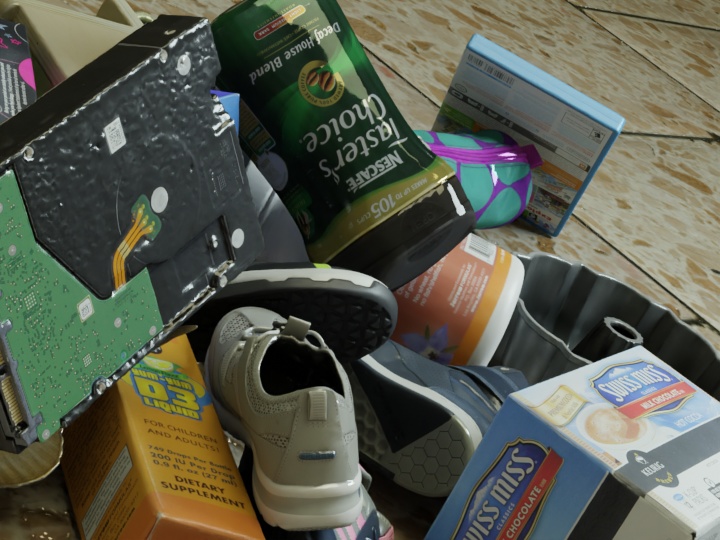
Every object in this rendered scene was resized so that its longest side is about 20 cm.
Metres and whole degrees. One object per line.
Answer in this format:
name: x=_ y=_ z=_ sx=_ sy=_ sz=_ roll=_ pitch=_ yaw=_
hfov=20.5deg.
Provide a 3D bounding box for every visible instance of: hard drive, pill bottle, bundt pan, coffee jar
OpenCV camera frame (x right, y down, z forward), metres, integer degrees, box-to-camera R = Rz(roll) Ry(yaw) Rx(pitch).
hard drive: x=-0.129 y=-0.022 z=0.974 sx=0.038 sy=0.140 sz=0.200 roll=8 pitch=35 yaw=33
pill bottle: x=0.000 y=0.000 z=1.336 sx=0.199 sy=0.113 sz=0.112 roll=26 pitch=21 yaw=-4
bundt pan: x=0.171 y=0.072 z=1.433 sx=0.201 sy=0.076 sz=0.202 roll=25 pitch=22 yaw=-11
coffee jar: x=-0.018 y=-0.081 z=1.242 sx=0.104 sy=0.085 sz=0.200 roll=-34 pitch=89 yaw=-25

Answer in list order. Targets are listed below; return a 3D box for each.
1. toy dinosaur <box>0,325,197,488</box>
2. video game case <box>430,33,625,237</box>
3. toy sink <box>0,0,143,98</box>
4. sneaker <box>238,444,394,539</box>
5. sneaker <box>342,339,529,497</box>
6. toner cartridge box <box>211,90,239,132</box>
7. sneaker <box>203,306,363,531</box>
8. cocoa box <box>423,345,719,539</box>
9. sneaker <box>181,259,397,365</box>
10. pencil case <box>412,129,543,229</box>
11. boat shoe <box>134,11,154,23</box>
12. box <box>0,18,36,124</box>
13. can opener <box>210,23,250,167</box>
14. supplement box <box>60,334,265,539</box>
toy dinosaur: x=-0.184 y=0.070 z=1.007 sx=0.101 sy=0.058 sz=0.200 roll=35 pitch=47 yaw=26
video game case: x=0.133 y=-0.110 z=1.685 sx=0.143 sy=0.200 sz=0.018 roll=30 pitch=64 yaw=4
toy sink: x=-0.193 y=-0.091 z=1.279 sx=0.112 sy=0.131 sz=0.200 roll=12 pitch=28 yaw=-35
sneaker: x=-0.013 y=0.147 z=1.043 sx=0.082 sy=0.070 sz=0.200 roll=16 pitch=25 yaw=-18
sneaker: x=0.020 y=0.073 z=1.250 sx=0.202 sy=0.077 sz=0.146 roll=35 pitch=18 yaw=26
toner cartridge box: x=-0.131 y=-0.039 z=1.073 sx=0.043 sy=0.096 sz=0.200 roll=8 pitch=16 yaw=23
sneaker: x=-0.034 y=0.057 z=1.046 sx=0.074 sy=0.082 sz=0.200 roll=-1 pitch=22 yaw=-17
cocoa box: x=0.146 y=0.143 z=1.163 sx=0.131 sy=0.134 sz=0.200 roll=37 pitch=23 yaw=21
sneaker: x=-0.077 y=0.007 z=1.177 sx=0.199 sy=0.072 sz=0.083 roll=0 pitch=43 yaw=2
pencil case: x=0.059 y=-0.075 z=1.599 sx=0.200 sy=0.092 sz=0.085 roll=-2 pitch=60 yaw=-55
boat shoe: x=-0.170 y=-0.160 z=1.482 sx=0.072 sy=0.066 sz=0.201 roll=32 pitch=-3 yaw=-37
box: x=-0.258 y=-0.063 z=1.130 sx=0.114 sy=0.133 sz=0.200 roll=16 pitch=24 yaw=-20
can opener: x=-0.090 y=-0.097 z=1.377 sx=0.063 sy=0.078 sz=0.200 roll=48 pitch=-16 yaw=36
supplement box: x=-0.112 y=0.099 z=1.038 sx=0.066 sy=0.069 sz=0.200 roll=19 pitch=21 yaw=-29
